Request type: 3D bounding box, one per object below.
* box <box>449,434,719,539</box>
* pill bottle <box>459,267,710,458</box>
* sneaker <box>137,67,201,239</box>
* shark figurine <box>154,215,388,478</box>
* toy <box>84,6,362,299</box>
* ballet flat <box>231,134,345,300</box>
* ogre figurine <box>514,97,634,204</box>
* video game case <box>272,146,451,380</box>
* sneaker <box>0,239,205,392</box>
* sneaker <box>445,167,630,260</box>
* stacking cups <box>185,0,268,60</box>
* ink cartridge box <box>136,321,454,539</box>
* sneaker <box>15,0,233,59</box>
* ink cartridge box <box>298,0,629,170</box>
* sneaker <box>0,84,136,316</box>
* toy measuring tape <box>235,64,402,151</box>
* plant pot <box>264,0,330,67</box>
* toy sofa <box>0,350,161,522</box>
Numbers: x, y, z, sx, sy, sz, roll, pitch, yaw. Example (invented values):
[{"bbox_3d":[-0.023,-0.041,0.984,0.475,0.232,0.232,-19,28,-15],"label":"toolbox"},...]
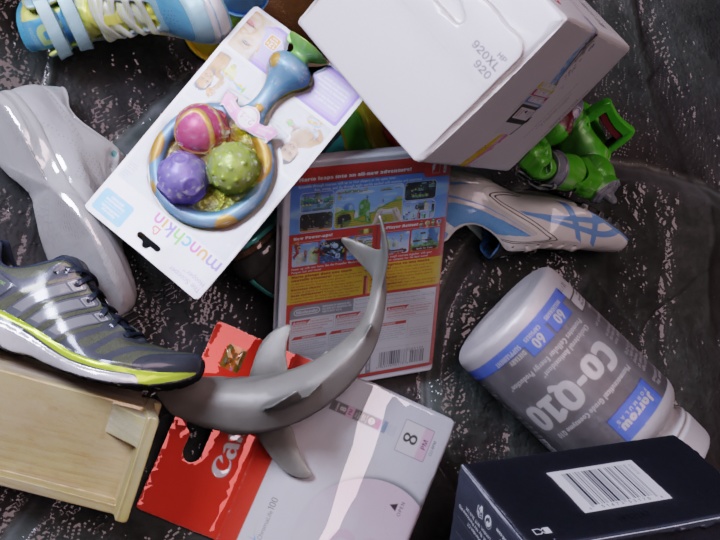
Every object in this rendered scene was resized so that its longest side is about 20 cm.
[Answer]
[{"bbox_3d":[0.172,0.246,0.951,0.196,0.117,0.200,-4,114,-22],"label":"box"},{"bbox_3d":[0.190,0.103,1.058,0.200,0.114,0.114,43,63,-3],"label":"pill bottle"},{"bbox_3d":[-0.127,-0.109,0.990,0.075,0.090,0.200,20,48,3],"label":"sneaker"},{"bbox_3d":[-0.036,0.069,0.921,0.214,0.090,0.128,-39,84,0],"label":"shark figurine"},{"bbox_3d":[-0.100,-0.094,0.912,0.115,0.047,0.200,38,82,13],"label":"toy"},{"bbox_3d":[-0.033,-0.047,1.047,0.068,0.068,0.200,52,57,-16],"label":"ballet flat"},{"bbox_3d":[0.176,-0.127,1.125,0.120,0.200,0.098,31,102,-24],"label":"ogre figurine"},{"bbox_3d":[0.000,0.000,1.001,0.143,0.017,0.200,-7,117,-23],"label":"video game case"},{"bbox_3d":[-0.205,0.034,0.914,0.200,0.074,0.081,19,84,5],"label":"sneaker"},{"bbox_3d":[0.149,-0.039,1.121,0.200,0.072,0.073,11,97,-22],"label":"sneaker"},{"bbox_3d":[-0.090,-0.238,1.010,0.060,0.200,0.061,8,69,-21],"label":"stacking cups"},{"bbox_3d":[-0.047,0.151,0.967,0.200,0.057,0.163,26,81,-17],"label":"ink cartridge box"},{"bbox_3d":[-0.194,-0.200,0.989,0.131,0.200,0.080,-34,128,-20],"label":"sneaker"},{"bbox_3d":[0.083,-0.176,0.941,0.147,0.145,0.200,50,20,14],"label":"ink cartridge box"},{"bbox_3d":[-0.214,-0.061,0.984,0.088,0.075,0.200,-25,86,-45],"label":"sneaker"},{"bbox_3d":[-0.009,-0.110,0.995,0.200,0.074,0.074,9,70,-30],"label":"toy measuring tape"},{"bbox_3d":[0.028,-0.280,1.099,0.200,0.187,0.187,-14,78,-40],"label":"plant pot"},{"bbox_3d":[-0.251,0.110,0.912,0.200,0.098,0.083,17,92,-16],"label":"toy sofa"}]
